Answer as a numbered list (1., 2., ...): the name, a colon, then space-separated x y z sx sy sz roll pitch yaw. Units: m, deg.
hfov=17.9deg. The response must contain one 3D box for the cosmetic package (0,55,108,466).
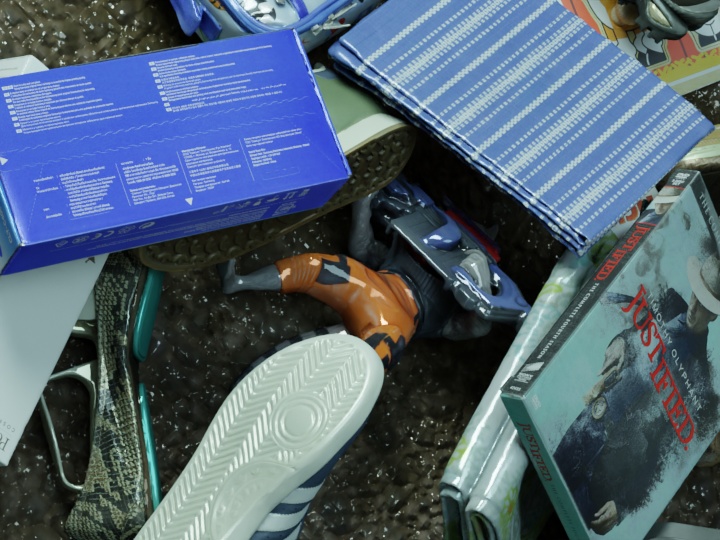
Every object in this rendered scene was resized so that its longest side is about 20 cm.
1. cosmetic package: -0.211 -0.005 1.258 0.108 0.085 0.201 39 62 -37

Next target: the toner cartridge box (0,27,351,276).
1. toner cartridge box: -0.112 -0.066 1.227 0.199 0.043 0.095 -13 73 -29

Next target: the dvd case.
1. dvd case: 0.164 0.059 1.328 0.200 0.022 0.146 -49 126 -33

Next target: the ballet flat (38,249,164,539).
1. ballet flat: -0.147 0.057 1.307 0.075 0.068 0.201 1 79 -1

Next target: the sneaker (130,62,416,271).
1. sneaker: -0.069 -0.067 1.332 0.200 0.067 0.090 -23 55 -33

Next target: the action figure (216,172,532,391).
1. action figure: 0.000 0.000 1.393 0.193 0.105 0.200 -19 59 -35

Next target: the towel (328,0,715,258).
1. towel: 0.095 -0.107 1.362 0.200 0.024 0.145 39 54 13

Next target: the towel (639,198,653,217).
1. towel: 0.168 0.068 1.410 0.022 0.147 0.201 10 81 13

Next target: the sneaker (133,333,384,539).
1. sneaker: -0.052 0.125 1.285 0.200 0.075 0.085 -48 145 -1

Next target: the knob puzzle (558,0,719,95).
1. knob puzzle: 0.196 -0.218 1.555 0.219 0.030 0.221 6 76 -25

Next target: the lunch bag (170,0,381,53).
1. lunch bag: -0.068 -0.219 1.379 0.160 0.076 0.200 -35 83 -30

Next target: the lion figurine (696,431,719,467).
1. lion figurine: 0.269 0.053 1.443 0.122 0.200 0.072 43 20 30

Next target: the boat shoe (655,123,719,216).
1. boat shoe: 0.268 -0.084 1.523 0.199 0.072 0.076 -2 63 -34

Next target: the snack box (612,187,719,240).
1. snack box: 0.226 -0.033 1.533 0.199 0.024 0.072 -18 86 -29

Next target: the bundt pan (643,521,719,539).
1. bundt pan: 0.164 0.238 1.355 0.075 0.202 0.203 18 70 1

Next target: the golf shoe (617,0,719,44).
1. golf shoe: 0.169 -0.246 1.480 0.200 0.094 0.078 44 38 -1

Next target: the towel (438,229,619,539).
1. towel: 0.106 0.095 1.366 0.048 0.171 0.201 23 64 15
